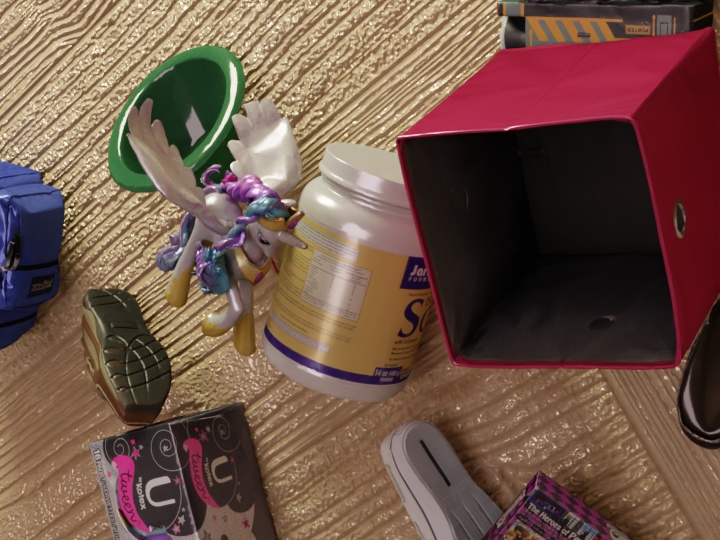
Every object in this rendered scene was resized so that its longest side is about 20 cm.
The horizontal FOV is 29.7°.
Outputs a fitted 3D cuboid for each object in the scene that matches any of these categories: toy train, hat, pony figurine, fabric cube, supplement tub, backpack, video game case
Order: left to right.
[{"bbox_3d":[-0.414,-0.007,1.468,0.166,0.162,0.203,15,103,24],"label":"backpack"},{"bbox_3d":[-0.143,-0.096,1.382,0.164,0.176,0.202,-7,55,33],"label":"hat"},{"bbox_3d":[-0.119,-0.046,1.204,0.194,0.165,0.201,59,141,24],"label":"pony figurine"},{"bbox_3d":[0.000,0.000,1.234,0.144,0.145,0.203,25,108,25],"label":"supplement tub"},{"bbox_3d":[0.181,0.299,1.186,0.199,0.036,0.182,35,114,-2],"label":"video game case"},{"bbox_3d":[0.173,-0.057,1.060,0.197,0.199,0.199,-1,115,33],"label":"fabric cube"},{"bbox_3d":[0.201,-0.217,1.129,0.197,0.085,0.116,7,109,30],"label":"toy train"}]

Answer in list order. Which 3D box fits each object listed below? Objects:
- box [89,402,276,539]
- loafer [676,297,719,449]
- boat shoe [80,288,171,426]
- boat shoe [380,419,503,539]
[{"bbox_3d":[-0.171,0.249,1.371,0.113,0.132,0.203,-17,86,29],"label":"box"},{"bbox_3d":[0.305,0.054,1.102,0.072,0.071,0.203,26,108,25],"label":"loafer"},{"bbox_3d":[-0.246,0.098,1.405,0.075,0.075,0.201,-69,29,27],"label":"boat shoe"},{"bbox_3d":[0.087,0.230,1.263,0.202,0.073,0.067,63,152,2],"label":"boat shoe"}]
